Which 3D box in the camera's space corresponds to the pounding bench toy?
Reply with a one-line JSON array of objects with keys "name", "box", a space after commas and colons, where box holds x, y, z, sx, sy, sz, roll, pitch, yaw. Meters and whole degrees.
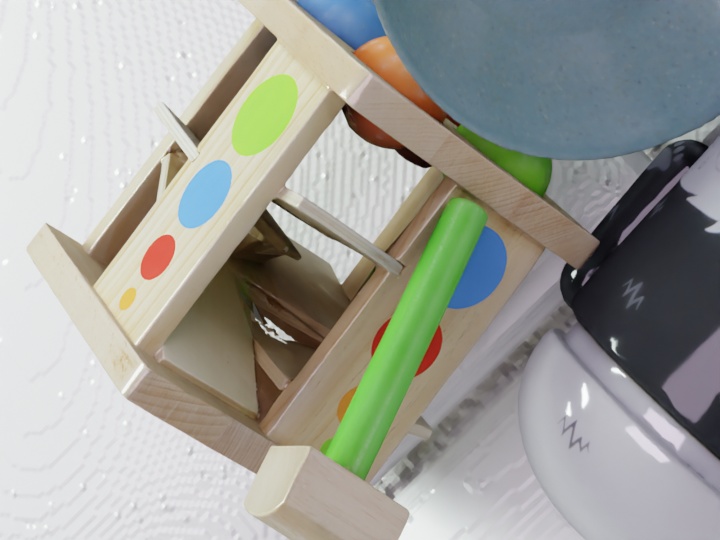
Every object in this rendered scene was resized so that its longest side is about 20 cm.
[{"name": "pounding bench toy", "box": [0.000, 0.000, 0.878, 0.156, 0.124, 0.200, -52, 34, 6]}]

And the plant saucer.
[{"name": "plant saucer", "box": [0.084, -0.138, 0.850, 0.201, 0.201, 0.039, -55, 34, 5]}]

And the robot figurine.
[{"name": "robot figurine", "box": [0.147, 0.022, 0.874, 0.125, 0.150, 0.200, 41, 97, -8]}]
